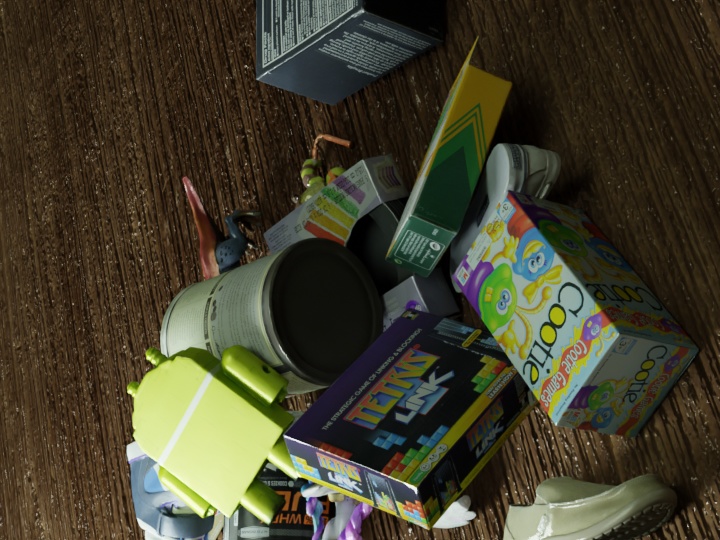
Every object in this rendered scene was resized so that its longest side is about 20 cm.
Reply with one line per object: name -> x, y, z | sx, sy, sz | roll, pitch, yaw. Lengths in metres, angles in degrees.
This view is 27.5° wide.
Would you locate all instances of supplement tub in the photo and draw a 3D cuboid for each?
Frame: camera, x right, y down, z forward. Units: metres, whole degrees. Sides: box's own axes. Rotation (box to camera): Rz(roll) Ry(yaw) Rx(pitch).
supplement tub -> -0.087, 0.258, 1.578 | 0.122, 0.121, 0.203 | -17, 68, 49

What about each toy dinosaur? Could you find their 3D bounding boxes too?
toy dinosaur -> -0.169, 0.020, 1.739 | 0.105, 0.198, 0.183 | -53, 9, 51

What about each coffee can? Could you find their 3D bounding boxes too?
coffee can -> -0.094, 0.061, 1.514 | 0.199, 0.145, 0.149 | -19, 66, 48

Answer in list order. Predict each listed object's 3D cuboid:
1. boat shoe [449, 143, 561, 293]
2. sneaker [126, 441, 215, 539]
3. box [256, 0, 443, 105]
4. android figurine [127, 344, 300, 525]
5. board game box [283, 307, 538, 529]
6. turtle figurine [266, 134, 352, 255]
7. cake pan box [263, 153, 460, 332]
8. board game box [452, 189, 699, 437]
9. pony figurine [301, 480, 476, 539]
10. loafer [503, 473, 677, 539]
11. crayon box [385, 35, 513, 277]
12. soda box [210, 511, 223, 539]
boat shoe -> 0.140, -0.046, 1.403 | 0.201, 0.069, 0.072 | 110, 155, -48
sneaker -> -0.167, 0.235, 1.545 | 0.199, 0.080, 0.148 | -21, 81, 44
box -> -0.016, -0.322, 1.638 | 0.197, 0.122, 0.203 | -22, 62, 47
android figurine -> -0.144, 0.156, 1.445 | 0.199, 0.041, 0.183 | 35, 116, 10
board game box -> 0.054, 0.129, 1.354 | 0.164, 0.200, 0.057 | 15, 136, 38
turtle figurine -> -0.049, -0.053, 1.658 | 0.162, 0.064, 0.201 | -58, 41, 25
cake pan box -> 0.000, 0.000, 1.545 | 0.199, 0.052, 0.186 | -31, 80, 45
board game box -> 0.184, 0.037, 1.295 | 0.106, 0.102, 0.201 | -59, 41, 24
pony figurine -> 0.009, 0.201, 1.465 | 0.193, 0.165, 0.202 | -37, 40, 56
loafer -> 0.187, 0.208, 1.269 | 0.199, 0.075, 0.069 | -34, 61, 44
crayon box -> 0.090, -0.108, 1.425 | 0.126, 0.051, 0.202 | 117, 174, -69
soda box -> -0.171, 0.226, 1.742 | 0.201, 0.067, 0.064 | -61, 40, 23
